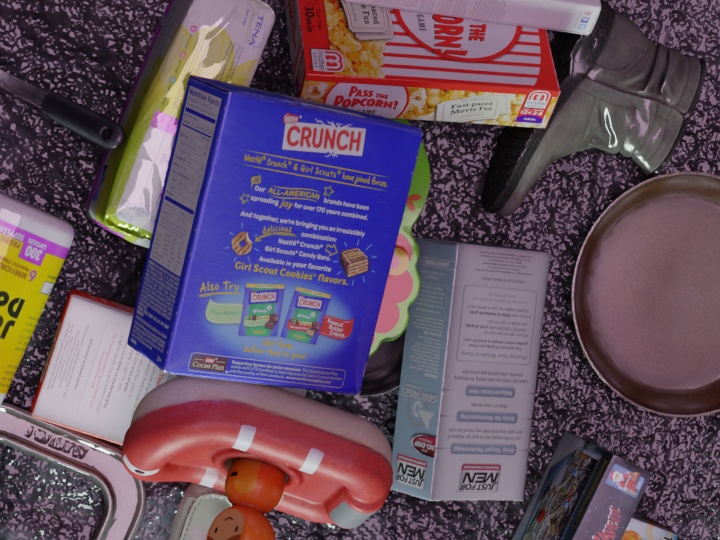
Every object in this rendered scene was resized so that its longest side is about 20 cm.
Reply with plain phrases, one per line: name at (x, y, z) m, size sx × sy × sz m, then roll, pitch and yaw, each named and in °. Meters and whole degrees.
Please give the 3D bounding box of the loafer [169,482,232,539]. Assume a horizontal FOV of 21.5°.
loafer at (-0.116, 0.262, 1.477) m, size 0.069 × 0.070 × 0.202 m, roll -1°, pitch 106°, yaw -9°

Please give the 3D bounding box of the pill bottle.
pill bottle at (-0.299, 0.038, 1.432) m, size 0.103 × 0.104 × 0.202 m, roll 23°, pitch 89°, yaw -11°

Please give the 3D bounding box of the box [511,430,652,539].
box at (0.153, 0.233, 1.508) m, size 0.037 × 0.137 × 0.201 m, roll 27°, pitch 89°, yaw -11°

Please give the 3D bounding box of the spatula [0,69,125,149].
spatula at (-0.248, -0.133, 1.414) m, size 0.199 × 0.021 × 0.057 m, roll 27°, pitch 90°, yaw 27°

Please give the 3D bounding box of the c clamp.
c clamp at (-0.256, 0.202, 1.487) m, size 0.199 × 0.027 × 0.172 m, roll 30°, pitch 88°, yaw -11°

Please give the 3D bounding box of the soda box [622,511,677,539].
soda box at (0.188, 0.292, 1.555) m, size 0.068 × 0.064 × 0.202 m, roll 21°, pitch 90°, yaw -11°

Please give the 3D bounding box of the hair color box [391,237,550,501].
hair color box at (0.087, 0.079, 1.509) m, size 0.098 × 0.060 × 0.202 m, roll 5°, pitch 92°, yaw -36°

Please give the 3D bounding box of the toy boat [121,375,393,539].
toy boat at (-0.081, 0.161, 1.392) m, size 0.198 × 0.131 × 0.132 m, roll 19°, pitch 63°, yaw -11°

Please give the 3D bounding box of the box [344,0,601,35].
box at (0.083, -0.257, 1.479) m, size 0.198 × 0.036 × 0.145 m, roll 7°, pitch 51°, yaw -11°

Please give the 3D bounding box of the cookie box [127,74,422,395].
cookie box at (-0.060, -0.024, 1.362) m, size 0.170 × 0.075 × 0.202 m, roll 9°, pitch 100°, yaw -34°

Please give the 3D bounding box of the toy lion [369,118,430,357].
toy lion at (-0.021, -0.033, 1.476) m, size 0.200 × 0.069 × 0.192 m, roll -44°, pitch 85°, yaw -6°

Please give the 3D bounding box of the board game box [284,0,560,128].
board game box at (0.043, -0.185, 1.465) m, size 0.198 × 0.046 × 0.153 m, roll 2°, pitch 53°, yaw -14°

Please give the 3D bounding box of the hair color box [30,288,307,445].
hair color box at (-0.148, 0.093, 1.484) m, size 0.198 × 0.061 × 0.102 m, roll 19°, pitch 90°, yaw -10°

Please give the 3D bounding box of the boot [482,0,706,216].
boot at (0.194, -0.109, 1.536) m, size 0.130 × 0.068 × 0.201 m, roll 31°, pitch 89°, yaw -16°

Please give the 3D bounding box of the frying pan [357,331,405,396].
frying pan at (-0.014, 0.008, 1.516) m, size 0.114 × 0.031 × 0.191 m, roll -24°, pitch 90°, yaw -17°

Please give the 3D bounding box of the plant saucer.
plant saucer at (0.266, 0.019, 1.570) m, size 0.198 × 0.032 × 0.202 m, roll -1°, pitch 94°, yaw -10°

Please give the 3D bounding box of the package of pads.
package of pads at (-0.138, -0.116, 1.425) m, size 0.068 × 0.154 × 0.202 m, roll 22°, pitch 89°, yaw -15°
